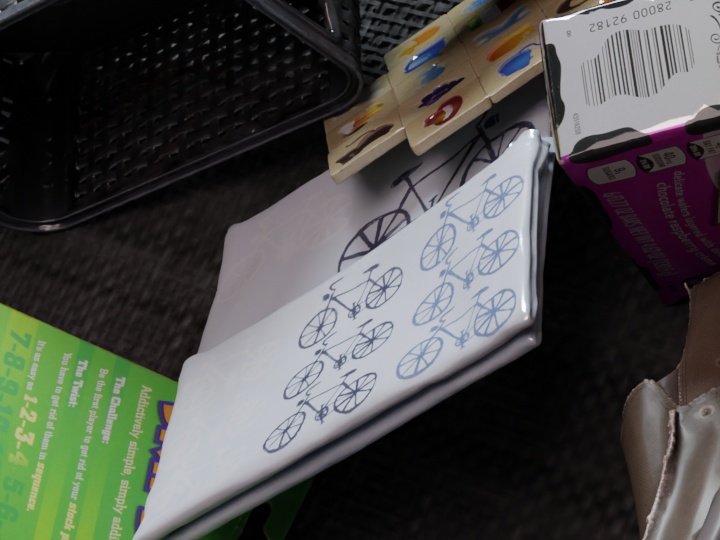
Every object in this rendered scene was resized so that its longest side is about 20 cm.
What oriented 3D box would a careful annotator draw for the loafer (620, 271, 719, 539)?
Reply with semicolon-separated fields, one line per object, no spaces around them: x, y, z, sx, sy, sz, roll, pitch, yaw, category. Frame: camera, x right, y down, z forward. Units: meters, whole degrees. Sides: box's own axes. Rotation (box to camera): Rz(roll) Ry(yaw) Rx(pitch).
0.124;0.072;0.742;0.071;0.073;0.200;-8;35;34;loafer

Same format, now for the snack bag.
0.000;0.000;0.802;0.188;0.021;0.200;-32;27;30;snack bag

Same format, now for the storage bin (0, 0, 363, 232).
-0.110;-0.107;0.900;0.199;0.135;0.094;-22;56;31;storage bin

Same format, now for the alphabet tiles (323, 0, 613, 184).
0.070;-0.102;0.848;0.199;0.006;0.167;-34;16;7;alphabet tiles

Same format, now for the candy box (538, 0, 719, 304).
0.178;-0.059;0.756;0.199;0.136;0.061;-16;62;19;candy box

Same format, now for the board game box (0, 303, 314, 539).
-0.122;0.072;0.843;0.199;0.030;0.096;22;59;8;board game box
